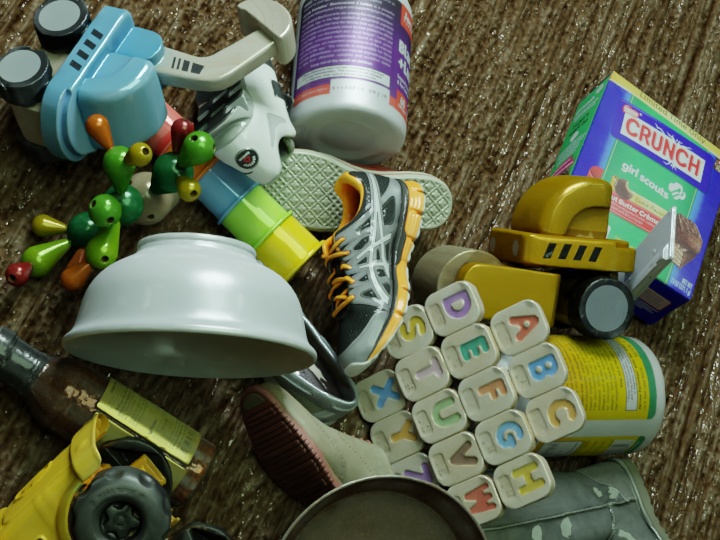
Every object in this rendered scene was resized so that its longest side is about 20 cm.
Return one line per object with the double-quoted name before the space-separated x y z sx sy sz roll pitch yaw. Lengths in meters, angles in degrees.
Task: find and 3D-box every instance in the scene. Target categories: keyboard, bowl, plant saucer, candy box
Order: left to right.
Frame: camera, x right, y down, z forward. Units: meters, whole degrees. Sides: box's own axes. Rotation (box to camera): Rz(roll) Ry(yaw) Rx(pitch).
"bowl" -0.133 0.025 1.227 0.201 0.201 0.091 10 74 -25
"plant saucer" 0.013 0.264 1.268 0.200 0.034 0.201 -2 96 -18
"keyboard" 0.255 0.009 1.462 0.011 0.200 0.056 19 61 -6
"candy box" 0.280 -0.075 1.587 0.169 0.077 0.200 33 55 -12

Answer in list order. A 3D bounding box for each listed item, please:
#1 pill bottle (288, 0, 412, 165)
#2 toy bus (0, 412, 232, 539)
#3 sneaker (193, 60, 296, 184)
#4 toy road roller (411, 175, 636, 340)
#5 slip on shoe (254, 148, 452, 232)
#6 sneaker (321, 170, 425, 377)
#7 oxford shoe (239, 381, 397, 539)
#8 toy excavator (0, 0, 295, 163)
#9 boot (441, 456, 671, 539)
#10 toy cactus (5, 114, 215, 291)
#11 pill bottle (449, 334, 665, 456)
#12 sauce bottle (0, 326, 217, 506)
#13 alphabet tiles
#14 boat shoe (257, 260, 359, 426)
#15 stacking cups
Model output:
"pill bottle" -0.007 -0.209 1.466 0.111 0.111 0.200 15 62 -23
"toy bus" -0.196 0.238 1.148 0.192 0.136 0.200 -40 99 -2
"sneaker" -0.098 -0.139 1.388 0.089 0.074 0.200 45 24 -23
"toy road roller" 0.156 -0.019 1.425 0.199 0.123 0.146 5 93 -16
"slip on shoe" -0.016 -0.072 1.436 0.199 0.061 0.074 5 97 -15
"sneaker" 0.000 0.000 1.350 0.077 0.078 0.200 22 56 -19
"oxford shoe" -0.024 0.164 1.318 0.200 0.070 0.075 52 50 -12
"toy excavator" -0.177 -0.165 1.302 0.200 0.100 0.195 18 57 16
"boot" 0.184 0.251 1.389 0.200 0.073 0.182 -2 55 -37
"toy cactus" -0.199 -0.061 1.284 0.102 0.200 0.165 46 14 3
"pill bottle" 0.171 0.115 1.418 0.200 0.113 0.113 2 67 -28
"sauce bottle" -0.211 0.113 1.234 0.200 0.066 0.066 36 55 -11
"alphabet tiles" 0.090 0.117 1.333 0.015 0.195 0.200 3 63 -63
"boat shoe" -0.078 0.048 1.337 0.074 0.065 0.202 -36 88 -36
"stacking cups" -0.122 -0.073 1.379 0.200 0.061 0.061 44 54 2
